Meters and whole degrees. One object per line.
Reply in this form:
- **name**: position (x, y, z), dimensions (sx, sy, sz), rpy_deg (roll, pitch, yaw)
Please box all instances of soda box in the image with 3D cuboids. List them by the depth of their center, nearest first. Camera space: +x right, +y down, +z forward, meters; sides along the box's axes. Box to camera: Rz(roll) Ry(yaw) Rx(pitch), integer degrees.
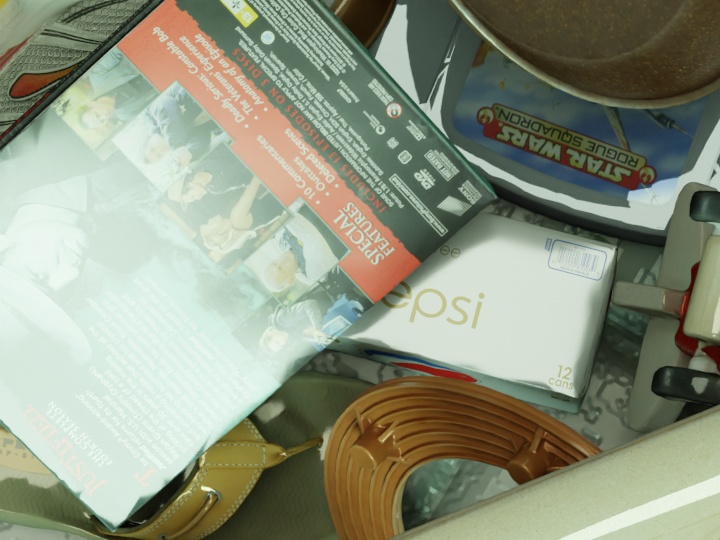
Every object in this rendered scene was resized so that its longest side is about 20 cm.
- **soda box**: position (0.000, 0.000, 1.158), dimensions (0.199, 0.068, 0.064), rpy_deg (15, 83, 5)

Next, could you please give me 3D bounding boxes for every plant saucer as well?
- **plant saucer**: position (0.080, -0.153, 1.094), dimensions (0.200, 0.037, 0.201), rpy_deg (10, 71, -32)

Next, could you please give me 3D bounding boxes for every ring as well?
- **ring**: position (0.062, 0.124, 1.081), dimensions (0.200, 0.201, 0.019), rpy_deg (41, 58, 7)

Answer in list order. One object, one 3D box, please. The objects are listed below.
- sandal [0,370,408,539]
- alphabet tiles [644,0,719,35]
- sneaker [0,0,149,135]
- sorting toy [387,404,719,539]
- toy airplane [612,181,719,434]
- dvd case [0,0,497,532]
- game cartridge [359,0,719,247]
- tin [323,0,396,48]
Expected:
- **sandal**: position (-0.078, 0.075, 1.160), dimensions (0.199, 0.054, 0.081), rpy_deg (4, 82, 4)
- **alphabet tiles**: position (0.116, -0.201, 1.161), dimensions (0.200, 0.008, 0.167), rpy_deg (44, 66, -3)
- **sneaker**: position (-0.106, -0.092, 1.147), dimensions (0.200, 0.078, 0.082), rpy_deg (-21, 107, 38)
- **sorting toy**: position (0.126, 0.138, 0.994), dimensions (0.185, 0.037, 0.200), rpy_deg (-24, 124, 20)
- **toy airplane**: position (0.168, 0.024, 1.056), dimensions (0.140, 0.200, 0.200), rpy_deg (12, 42, -3)
- **dvd case**: position (-0.069, -0.015, 1.094), dimensions (0.200, 0.022, 0.146), rpy_deg (-42, 107, 8)
- **game cartridge**: position (0.098, -0.086, 1.182), dimensions (0.199, 0.042, 0.134), rpy_deg (20, 80, 5)
- **tin**: position (-0.027, -0.170, 1.183), dimensions (0.112, 0.042, 0.201), rpy_deg (13, 82, 26)
